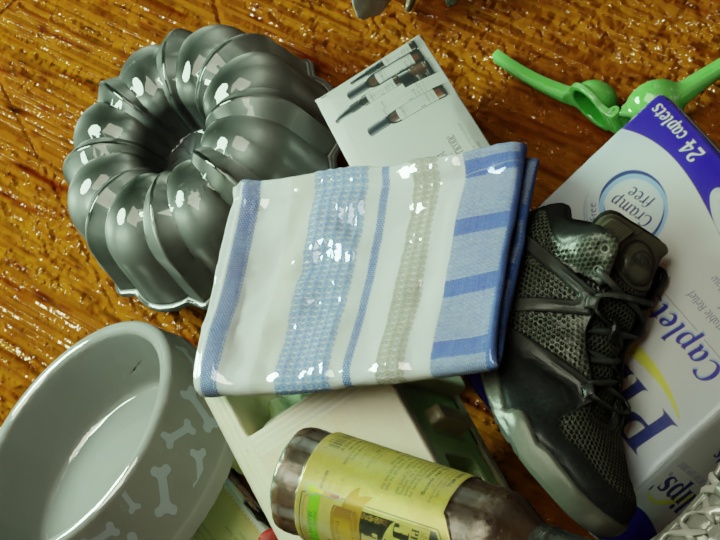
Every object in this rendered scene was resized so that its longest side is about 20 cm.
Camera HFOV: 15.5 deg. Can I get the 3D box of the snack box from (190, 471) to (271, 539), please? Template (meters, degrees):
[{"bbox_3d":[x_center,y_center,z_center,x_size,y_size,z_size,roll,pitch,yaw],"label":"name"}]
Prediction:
[{"bbox_3d":[-0.098,0.198,1.655,0.116,0.037,0.200,-46,55,5],"label":"snack box"}]

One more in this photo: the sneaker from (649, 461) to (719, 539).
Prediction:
[{"bbox_3d":[0.194,0.137,1.427,0.199,0.093,0.076,-25,40,-25],"label":"sneaker"}]

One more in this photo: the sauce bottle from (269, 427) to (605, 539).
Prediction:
[{"bbox_3d":[0.047,0.138,1.413,0.199,0.065,0.065,15,78,29],"label":"sauce bottle"}]

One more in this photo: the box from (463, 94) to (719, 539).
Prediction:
[{"bbox_3d":[0.173,0.039,1.526,0.200,0.105,0.184,-44,55,7],"label":"box"}]

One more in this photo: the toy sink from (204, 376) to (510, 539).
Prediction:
[{"bbox_3d":[0.013,0.117,1.541,0.112,0.130,0.201,-34,71,13],"label":"toy sink"}]

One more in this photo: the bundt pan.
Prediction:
[{"bbox_3d":[-0.113,-0.079,1.739,0.201,0.076,0.203,-18,52,24],"label":"bundt pan"}]

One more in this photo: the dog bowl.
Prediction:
[{"bbox_3d":[-0.164,0.119,1.661,0.199,0.059,0.201,-33,35,27],"label":"dog bowl"}]

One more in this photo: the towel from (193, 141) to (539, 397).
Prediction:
[{"bbox_3d":[0.000,0.000,1.488,0.199,0.024,0.148,-6,57,30],"label":"towel"}]

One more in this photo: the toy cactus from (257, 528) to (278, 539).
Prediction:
[{"bbox_3d":[-0.052,0.261,1.505,0.101,0.165,0.202,1,100,7],"label":"toy cactus"}]

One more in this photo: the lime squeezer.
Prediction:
[{"bbox_3d":[0.163,-0.117,1.638,0.199,0.038,0.071,-3,68,30],"label":"lime squeezer"}]

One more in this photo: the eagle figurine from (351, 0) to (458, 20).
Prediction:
[{"bbox_3d":[0.039,-0.276,1.716,0.150,0.152,0.201,-20,73,-20],"label":"eagle figurine"}]

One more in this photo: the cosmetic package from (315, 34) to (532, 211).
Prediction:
[{"bbox_3d":[0.035,-0.070,1.605,0.082,0.051,0.200,-34,29,4],"label":"cosmetic package"}]

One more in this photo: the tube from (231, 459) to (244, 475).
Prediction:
[{"bbox_3d":[-0.003,0.058,1.653,0.199,0.052,0.058,-30,77,14],"label":"tube"}]

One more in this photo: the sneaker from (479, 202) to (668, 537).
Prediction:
[{"bbox_3d":[0.124,0.043,1.440,0.114,0.076,0.200,-35,50,21],"label":"sneaker"}]
